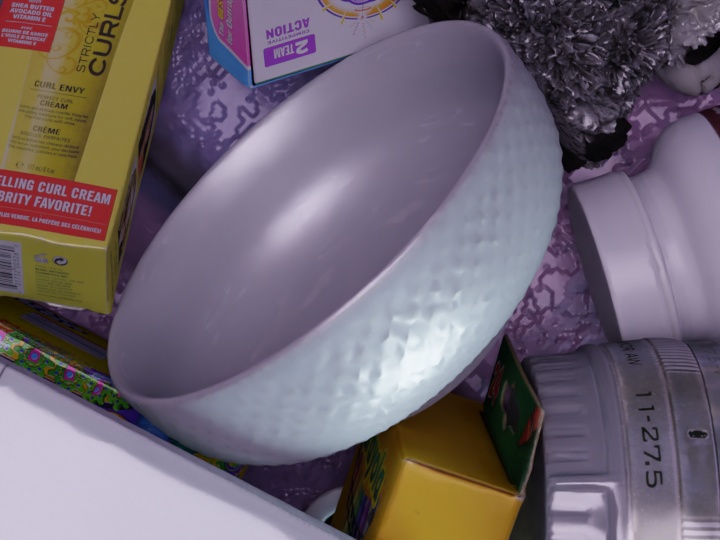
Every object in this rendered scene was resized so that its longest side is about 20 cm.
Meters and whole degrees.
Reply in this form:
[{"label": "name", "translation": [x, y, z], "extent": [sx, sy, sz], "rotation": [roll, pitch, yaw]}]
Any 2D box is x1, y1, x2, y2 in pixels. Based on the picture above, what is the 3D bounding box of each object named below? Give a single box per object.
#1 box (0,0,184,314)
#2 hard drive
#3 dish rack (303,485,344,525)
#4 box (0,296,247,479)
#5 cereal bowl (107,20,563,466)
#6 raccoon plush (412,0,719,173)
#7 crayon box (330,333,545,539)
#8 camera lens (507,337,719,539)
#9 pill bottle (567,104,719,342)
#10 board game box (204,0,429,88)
[{"label": "box", "translation": [-0.121, -0.080, 0.793], "extent": [0.075, 0.050, 0.201], "rotation": [10, 55, 0]}, {"label": "hard drive", "translation": [-0.083, 0.129, 0.668], "extent": [0.199, 0.027, 0.132], "rotation": [28, 88, -5]}, {"label": "dish rack", "translation": [0.060, 0.188, 0.854], "extent": [0.199, 0.044, 0.173], "rotation": [8, 92, 0]}, {"label": "box", "translation": [-0.174, 0.111, 0.815], "extent": [0.199, 0.122, 0.193], "rotation": [28, 91, -1]}, {"label": "cereal bowl", "translation": [0.000, 0.000, 0.737], "extent": [0.200, 0.200, 0.083], "rotation": [-42, 116, 1]}, {"label": "raccoon plush", "translation": [0.092, -0.136, 0.780], "extent": [0.134, 0.097, 0.200], "rotation": [-48, 133, -12]}, {"label": "crayon box", "translation": [0.014, 0.125, 0.755], "extent": [0.051, 0.127, 0.201], "rotation": [18, 99, -6]}, {"label": "camera lens", "translation": [0.163, 0.108, 0.752], "extent": [0.199, 0.160, 0.161], "rotation": [1, 91, -2]}, {"label": "pill bottle", "translation": [0.196, -0.026, 0.813], "extent": [0.199, 0.113, 0.114], "rotation": [-17, 91, 1]}, {"label": "board game box", "translation": [0.004, -0.190, 0.770], "extent": [0.152, 0.040, 0.201], "rotation": [-19, 126, -24]}]
